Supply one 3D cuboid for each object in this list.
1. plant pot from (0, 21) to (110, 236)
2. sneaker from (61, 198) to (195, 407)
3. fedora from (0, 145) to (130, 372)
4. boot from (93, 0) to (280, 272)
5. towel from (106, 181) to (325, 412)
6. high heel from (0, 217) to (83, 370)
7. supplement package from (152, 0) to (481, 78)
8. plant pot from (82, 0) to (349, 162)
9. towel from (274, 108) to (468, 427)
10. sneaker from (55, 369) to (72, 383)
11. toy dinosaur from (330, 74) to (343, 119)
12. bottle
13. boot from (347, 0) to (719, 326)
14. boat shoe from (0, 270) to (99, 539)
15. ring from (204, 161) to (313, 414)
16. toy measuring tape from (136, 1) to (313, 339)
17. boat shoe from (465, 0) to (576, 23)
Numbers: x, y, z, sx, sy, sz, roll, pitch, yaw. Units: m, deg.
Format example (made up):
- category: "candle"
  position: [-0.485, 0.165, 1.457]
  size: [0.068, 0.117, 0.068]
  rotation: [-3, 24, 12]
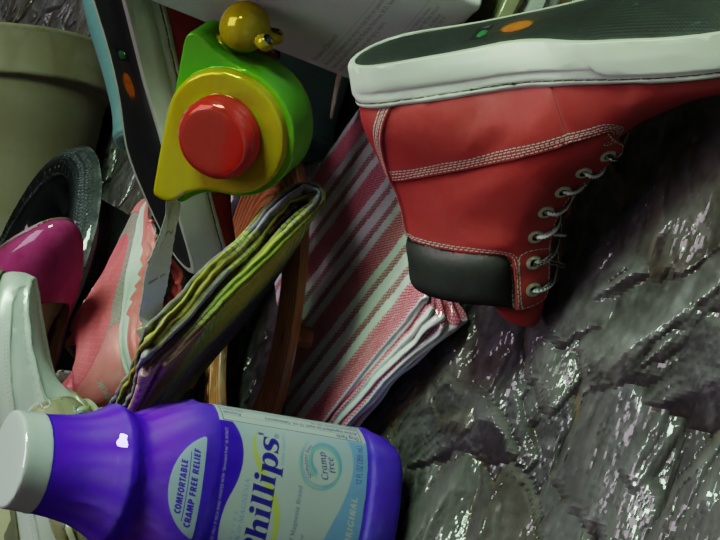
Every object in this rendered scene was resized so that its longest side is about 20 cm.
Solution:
- category: "plant pot"
  position: [-0.286, -0.083, 1.589]
  size: [0.200, 0.200, 0.174]
  rotation: [-17, 72, 57]
- category: "sneaker"
  position: [-0.148, 0.018, 1.296]
  size: [0.087, 0.074, 0.200]
  rotation: [-26, 27, 17]
- category: "fedora"
  position: [-0.194, 0.015, 1.419]
  size: [0.201, 0.091, 0.201]
  rotation: [-44, 36, 43]
- category: "boot"
  position: [-0.059, -0.106, 1.133]
  size: [0.072, 0.144, 0.200]
  rotation: [29, 133, 58]
- category: "towel"
  position: [-0.089, 0.035, 1.088]
  size: [0.144, 0.023, 0.200]
  rotation: [-48, -3, -29]
- category: "high heel"
  position: [-0.199, 0.060, 1.249]
  size: [0.096, 0.067, 0.200]
  rotation: [64, 143, 33]
- category: "supplement package"
  position: [-0.039, -0.192, 1.024]
  size: [0.120, 0.200, 0.122]
  rotation: [140, 147, -64]
- category: "plant pot"
  position: [-0.078, -0.164, 1.248]
  size: [0.200, 0.200, 0.189]
  rotation: [-13, 75, 59]
- category: "towel"
  position: [0.000, 0.000, 1.145]
  size: [0.146, 0.030, 0.200]
  rotation: [-51, 30, 35]
- category: "sneaker"
  position: [-0.149, 0.117, 1.264]
  size: [0.077, 0.088, 0.200]
  rotation: [-63, 27, 10]
- category: "toy dinosaur"
  position: [0.040, -0.173, 1.139]
  size: [0.200, 0.058, 0.101]
  rotation: [-33, 29, 35]
- category: "bottle"
  position: [-0.078, 0.105, 1.007]
  size: [0.065, 0.200, 0.084]
  rotation: [-4, 75, 62]
- category: "boot"
  position: [0.103, -0.047, 0.950]
  size: [0.200, 0.145, 0.072]
  rotation: [-7, 21, 27]
- category: "boat shoe"
  position: [-0.177, 0.097, 1.185]
  size: [0.075, 0.068, 0.201]
  rotation: [-69, -26, -80]
- category: "ring"
  position: [-0.056, 0.027, 1.187]
  size: [0.200, 0.019, 0.201]
  rotation: [-171, 90, -74]
- category: "toy measuring tape"
  position: [-0.067, -0.040, 1.050]
  size: [0.074, 0.073, 0.200]
  rotation: [-116, 35, -56]
- category: "boat shoe"
  position: [0.084, -0.120, 1.026]
  size: [0.200, 0.068, 0.075]
  rotation: [-66, 24, 10]
